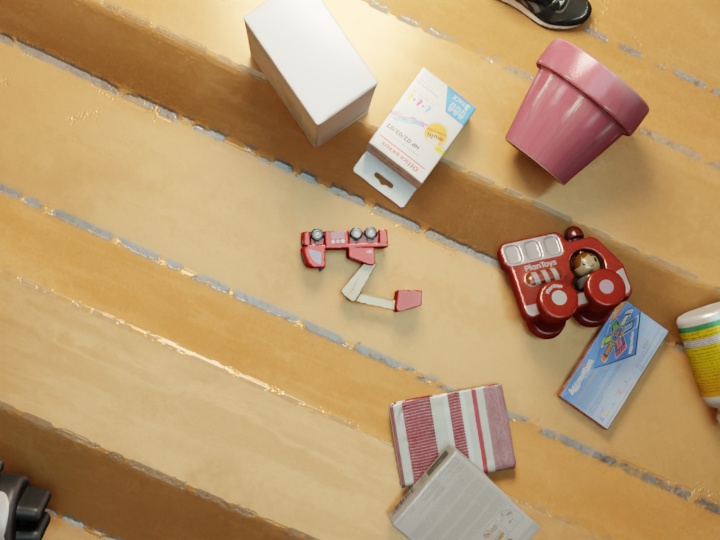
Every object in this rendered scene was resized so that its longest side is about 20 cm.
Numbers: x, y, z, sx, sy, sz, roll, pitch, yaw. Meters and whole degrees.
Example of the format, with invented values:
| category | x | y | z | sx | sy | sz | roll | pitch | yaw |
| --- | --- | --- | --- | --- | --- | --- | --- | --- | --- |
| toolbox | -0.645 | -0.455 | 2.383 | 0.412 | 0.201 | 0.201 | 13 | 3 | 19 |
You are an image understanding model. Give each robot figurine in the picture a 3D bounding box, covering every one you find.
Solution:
| category | x | y | z | sx | sy | sz | roll | pitch | yaw |
| --- | --- | --- | --- | --- | --- | --- | --- | --- | --- |
| robot figurine | -0.586 | 0.373 | 1.450 | 0.197 | 0.125 | 0.152 | 5 | 69 | -4 |

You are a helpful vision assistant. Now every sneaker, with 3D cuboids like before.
| category | x | y | z | sx | sy | sz | roll | pitch | yaw |
| --- | --- | --- | --- | --- | --- | --- | --- | --- | --- |
| sneaker | 0.305 | -0.474 | 1.590 | 0.198 | 0.088 | 0.077 | 20 | 85 | -4 |

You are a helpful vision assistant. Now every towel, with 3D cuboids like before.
| category | x | y | z | sx | sy | sz | roll | pitch | yaw |
| --- | --- | --- | --- | --- | --- | --- | --- | --- | --- |
| towel | 0.153 | 0.276 | 1.567 | 0.197 | 0.023 | 0.146 | -9 | 89 | -4 |

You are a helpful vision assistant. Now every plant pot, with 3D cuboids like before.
| category | x | y | z | sx | sy | sz | roll | pitch | yaw |
| --- | --- | --- | --- | --- | --- | --- | --- | --- | --- |
| plant pot | 0.341 | -0.250 | 1.540 | 0.199 | 0.200 | 0.180 | 38 | 100 | -2 |

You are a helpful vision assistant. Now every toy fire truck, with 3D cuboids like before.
| category | x | y | z | sx | sy | sz | roll | pitch | yaw |
| --- | --- | --- | --- | --- | --- | --- | --- | --- | --- |
| toy fire truck | 0.000 | 0.000 | 1.556 | 0.197 | 0.049 | 0.143 | -2 | 87 | -5 |
| toy fire truck | 0.344 | 0.009 | 1.563 | 0.198 | 0.112 | 0.170 | -13 | 69 | -6 |

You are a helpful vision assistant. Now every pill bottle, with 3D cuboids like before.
| category | x | y | z | sx | sy | sz | roll | pitch | yaw |
| --- | --- | --- | --- | --- | --- | --- | --- | --- | --- |
| pill bottle | 0.613 | 0.160 | 1.566 | 0.112 | 0.113 | 0.202 | -19 | 88 | -6 |

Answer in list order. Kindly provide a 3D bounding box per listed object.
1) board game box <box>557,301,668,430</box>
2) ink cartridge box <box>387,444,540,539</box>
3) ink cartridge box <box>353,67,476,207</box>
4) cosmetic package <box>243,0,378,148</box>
| category | x | y | z | sx | sy | sz | roll | pitch | yaw |
| --- | --- | --- | --- | --- | --- | --- | --- | --- | --- |
| board game box | 0.431 | 0.159 | 1.598 | 0.102 | 0.019 | 0.201 | 35 | 84 | -3 |
| ink cartridge box | 0.170 | 0.413 | 1.544 | 0.200 | 0.057 | 0.163 | 41 | 91 | -13 |
| ink cartridge box | 0.088 | -0.220 | 1.567 | 0.115 | 0.068 | 0.201 | 36 | 85 | -2 |
| cosmetic package | -0.080 | -0.324 | 1.493 | 0.122 | 0.200 | 0.200 | -35 | 89 | -6 |
